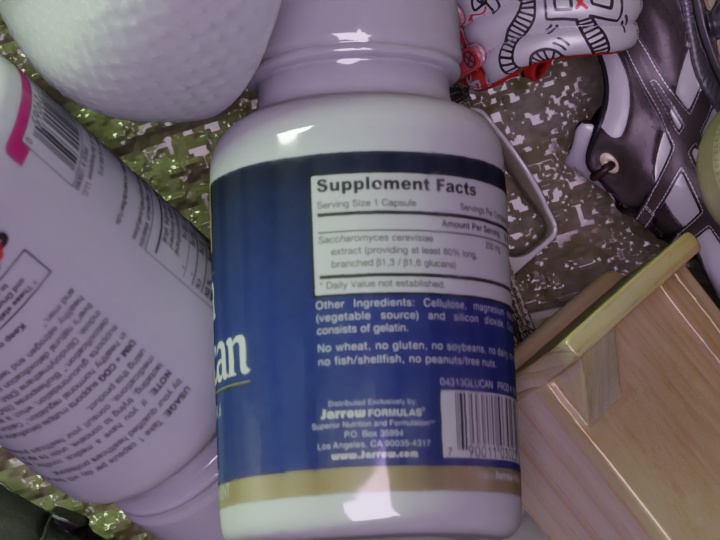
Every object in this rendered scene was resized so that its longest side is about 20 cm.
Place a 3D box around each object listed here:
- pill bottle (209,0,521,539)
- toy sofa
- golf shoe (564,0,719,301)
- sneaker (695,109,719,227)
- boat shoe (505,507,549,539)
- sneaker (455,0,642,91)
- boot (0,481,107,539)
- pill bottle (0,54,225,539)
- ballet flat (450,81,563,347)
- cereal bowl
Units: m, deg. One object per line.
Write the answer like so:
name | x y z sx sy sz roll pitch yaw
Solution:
pill bottle | 0.000 0.000 0.877 0.110 0.111 0.202 -2 79 0
toy sofa | 0.137 0.095 0.917 0.083 0.098 0.200 -38 88 -33
golf shoe | 0.135 -0.033 0.974 0.094 0.078 0.202 -15 85 10
sneaker | 0.202 -0.087 0.921 0.070 0.075 0.201 48 54 -22
boat shoe | 0.098 0.120 0.986 0.202 0.072 0.060 -45 130 -9
sneaker | 0.017 -0.126 0.944 0.200 0.067 0.109 1 103 22
boot | -0.105 0.153 0.928 0.173 0.200 0.070 21 108 -9
pill bottle | -0.110 0.018 0.920 0.113 0.113 0.200 -46 120 3
ballet flat | 0.052 0.002 0.981 0.075 0.068 0.201 -18 93 -25
cereal bowl | -0.097 -0.153 0.862 0.083 0.200 0.202 -3 95 -25
